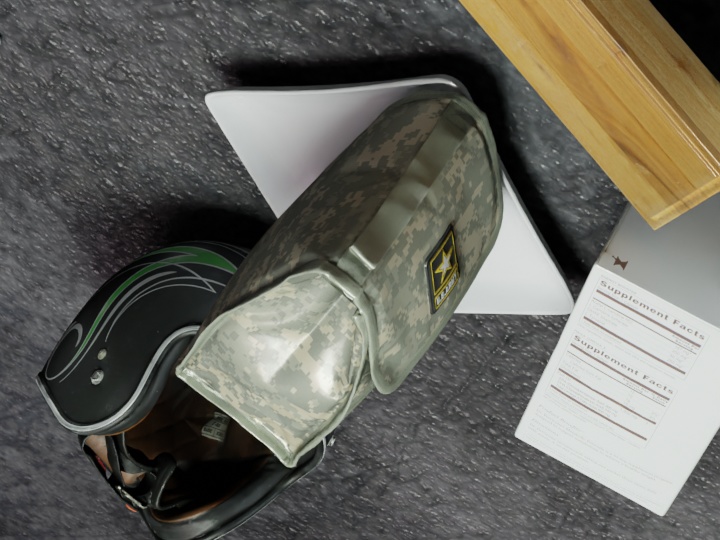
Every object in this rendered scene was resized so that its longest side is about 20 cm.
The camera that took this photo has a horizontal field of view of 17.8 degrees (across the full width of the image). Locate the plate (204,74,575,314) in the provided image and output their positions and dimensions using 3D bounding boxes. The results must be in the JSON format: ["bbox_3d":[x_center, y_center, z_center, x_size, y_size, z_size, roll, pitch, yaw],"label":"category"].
[{"bbox_3d":[0.024,-0.051,1.460,0.199,0.032,0.200,1,135,37],"label":"plate"}]

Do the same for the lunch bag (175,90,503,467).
[{"bbox_3d":[0.000,0.000,1.369,0.117,0.164,0.200,38,146,-3],"label":"lunch bag"}]

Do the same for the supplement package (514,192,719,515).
[{"bbox_3d":[0.182,0.037,1.378,0.109,0.114,0.201,28,147,6],"label":"supplement package"}]

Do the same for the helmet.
[{"bbox_3d":[-0.107,0.074,1.582,0.201,0.190,0.200,52,175,6],"label":"helmet"}]

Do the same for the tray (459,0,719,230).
[{"bbox_3d":[0.123,-0.119,1.234,0.200,0.037,0.099,49,157,-2],"label":"tray"}]
